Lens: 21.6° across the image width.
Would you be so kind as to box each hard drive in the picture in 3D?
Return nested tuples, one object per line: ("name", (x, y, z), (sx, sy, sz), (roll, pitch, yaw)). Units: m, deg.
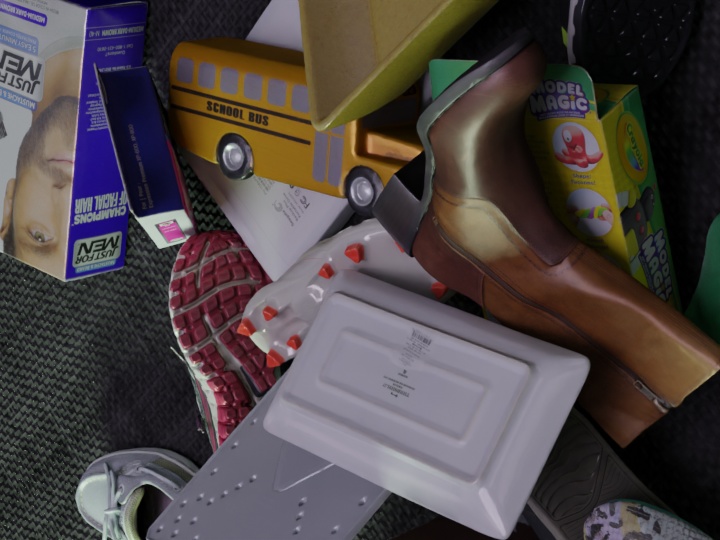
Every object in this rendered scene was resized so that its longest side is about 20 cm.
("hard drive", (-0.033, -0.103, 1.218), (0.132, 0.027, 0.200), (53, 129, 19))

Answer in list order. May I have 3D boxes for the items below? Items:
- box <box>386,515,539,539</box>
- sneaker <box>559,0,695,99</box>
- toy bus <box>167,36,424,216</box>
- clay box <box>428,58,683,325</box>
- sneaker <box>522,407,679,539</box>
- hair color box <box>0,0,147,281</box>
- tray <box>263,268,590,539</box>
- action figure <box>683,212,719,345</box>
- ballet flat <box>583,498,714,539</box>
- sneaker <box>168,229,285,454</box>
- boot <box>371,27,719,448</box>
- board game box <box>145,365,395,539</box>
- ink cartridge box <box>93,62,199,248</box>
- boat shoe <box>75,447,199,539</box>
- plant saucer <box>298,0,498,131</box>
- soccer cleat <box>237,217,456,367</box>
("box", (0.045, 0.267, 1.139), (0.166, 0.164, 0.200), (52, 127, 20))
("sneaker", (0.139, -0.192, 1.039), (0.083, 0.071, 0.202), (-132, 39, -67))
("toy bus", (-0.028, -0.089, 1.157), (0.199, 0.065, 0.079), (16, 109, 38))
("clay box", (0.111, -0.032, 1.055), (0.114, 0.048, 0.201), (8, 123, 40))
("sneaker", (0.140, 0.149, 1.106), (0.201, 0.075, 0.106), (57, 175, -10))
("hair color box", (-0.219, -0.105, 1.356), (0.109, 0.065, 0.201), (21, 114, 36))
("tray", (0.027, 0.066, 1.035), (0.199, 0.022, 0.108), (20, 79, 44))
("action figure", (0.234, -0.043, 0.981), (0.118, 0.054, 0.202), (18, 104, 39))
("ballet flat", (0.200, 0.199, 1.008), (0.200, 0.072, 0.072), (37, 124, 2))
("sneaker", (-0.087, 0.072, 1.275), (0.075, 0.080, 0.202), (145, 114, -71))
("boot", (0.108, -0.011, 0.983), (0.200, 0.068, 0.189), (43, 140, 9))
("board game box", (-0.020, 0.112, 1.126), (0.026, 0.200, 0.200), (49, 163, -23))
("ink cartridge box", (-0.137, -0.073, 1.222), (0.037, 0.200, 0.095), (-15, 85, 0))
("boat shoe", (-0.137, 0.179, 1.345), (0.201, 0.065, 0.075), (16, 110, 38))
("plant saucer", (0.040, -0.200, 1.073), (0.200, 0.048, 0.201), (-42, 40, 37))
("soccer cleat", (0.000, 0.000, 1.168), (0.199, 0.078, 0.069), (-25, 108, 45))
